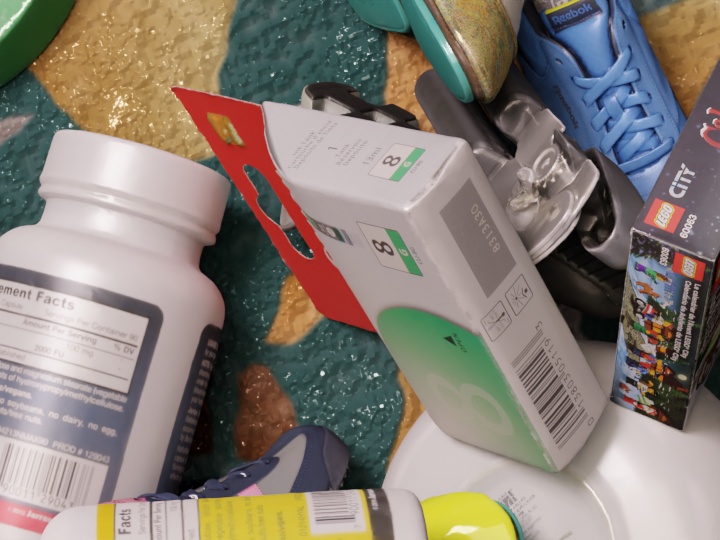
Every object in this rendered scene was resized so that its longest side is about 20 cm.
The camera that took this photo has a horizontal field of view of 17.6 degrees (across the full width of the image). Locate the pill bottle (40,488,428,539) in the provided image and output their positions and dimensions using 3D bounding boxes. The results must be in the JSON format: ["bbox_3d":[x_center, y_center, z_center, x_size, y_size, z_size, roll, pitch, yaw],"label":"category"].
[{"bbox_3d":[-0.072,0.148,0.942,0.199,0.111,0.112,-3,79,-4],"label":"pill bottle"}]

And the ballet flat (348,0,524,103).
[{"bbox_3d":[0.042,-0.132,1.088,0.070,0.200,0.071,-5,109,-14],"label":"ballet flat"}]

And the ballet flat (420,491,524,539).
[{"bbox_3d":[-0.010,0.155,1.050,0.200,0.067,0.067,-32,71,44],"label":"ballet flat"}]

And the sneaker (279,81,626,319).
[{"bbox_3d":[0.045,-0.011,1.114,0.200,0.074,0.089,30,111,28],"label":"sneaker"}]

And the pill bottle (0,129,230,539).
[{"bbox_3d":[-0.131,0.041,1.120,0.119,0.120,0.201,14,83,15],"label":"pill bottle"}]

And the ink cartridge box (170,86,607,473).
[{"bbox_3d":[0.000,0.000,1.035,0.199,0.161,0.050,13,54,46],"label":"ink cartridge box"}]

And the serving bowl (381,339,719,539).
[{"bbox_3d":[0.087,0.129,1.060,0.199,0.066,0.201,-4,81,27],"label":"serving bowl"}]

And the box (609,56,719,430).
[{"bbox_3d":[0.168,-0.048,1.021,0.038,0.137,0.200,22,60,15],"label":"box"}]

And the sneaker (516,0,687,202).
[{"bbox_3d":[0.115,-0.084,1.109,0.066,0.078,0.201,-26,77,5],"label":"sneaker"}]

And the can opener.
[{"bbox_3d":[0.078,-0.050,1.063,0.067,0.200,0.053,33,104,-22],"label":"can opener"}]

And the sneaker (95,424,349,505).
[{"bbox_3d":[-0.078,0.120,1.061,0.082,0.200,0.070,49,136,-9],"label":"sneaker"}]

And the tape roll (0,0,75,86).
[{"bbox_3d":[-0.241,-0.184,1.222,0.199,0.048,0.202,-2,79,13],"label":"tape roll"}]
